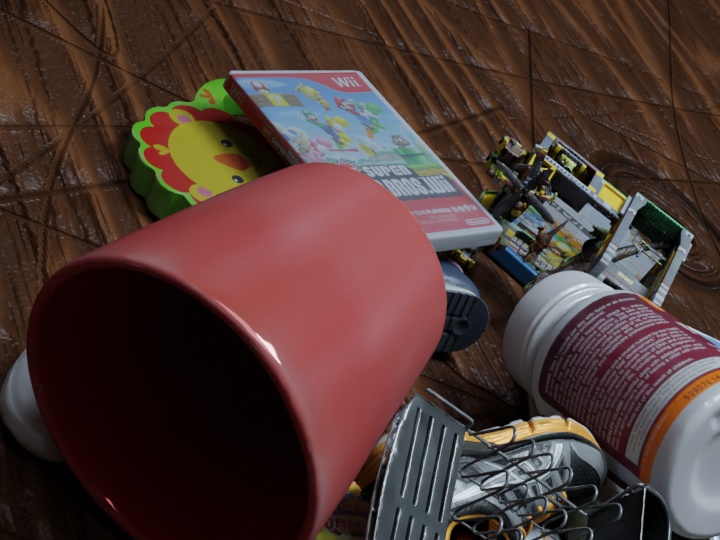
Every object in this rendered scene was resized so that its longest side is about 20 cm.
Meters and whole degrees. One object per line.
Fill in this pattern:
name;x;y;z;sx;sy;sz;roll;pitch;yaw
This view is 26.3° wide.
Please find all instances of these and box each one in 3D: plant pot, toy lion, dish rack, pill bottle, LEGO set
plant pot;-0.054;0.041;0.852;0.200;0.201;0.177;40;45;11
toy lion;-0.089;-0.087;1.193;0.189;0.069;0.201;12;36;-19
dish rack;0.087;0.160;0.847;0.199;0.054;0.155;36;49;-29
pill bottle;0.189;0.084;1.053;0.113;0.115;0.200;9;19;-34
LEGO set;0.158;-0.005;1.215;0.200;0.154;0.116;43;43;-6

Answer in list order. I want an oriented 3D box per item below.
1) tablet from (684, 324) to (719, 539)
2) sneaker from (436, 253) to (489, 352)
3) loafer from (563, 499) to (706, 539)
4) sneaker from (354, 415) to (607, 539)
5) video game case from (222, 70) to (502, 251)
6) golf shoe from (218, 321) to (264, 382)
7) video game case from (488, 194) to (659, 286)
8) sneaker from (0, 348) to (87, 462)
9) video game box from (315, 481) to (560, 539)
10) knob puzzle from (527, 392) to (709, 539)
tablet;0.275;0.138;1.158;0.129;0.014;0.202;21;51;-45
sneaker;0.000;0.000;1.149;0.198;0.071;0.082;23;23;-27
loafer;0.208;0.198;1.027;0.199;0.075;0.070;32;20;-37
sneaker;0.080;0.139;0.940;0.198;0.078;0.078;1;54;-39
video game case;0.002;-0.085;1.171;0.142;0.018;0.200;-7;47;-44
golf shoe;-0.033;0.074;1.018;0.199;0.075;0.093;0;66;-46
video game case;0.192;-0.019;1.394;0.143;0.018;0.199;42;32;13
sneaker;-0.147;0.032;0.934;0.075;0.089;0.200;34;36;0
video game box;0.054;0.216;0.910;0.198;0.047;0.183;17;32;-26
knob puzzle;0.209;0.147;1.164;0.218;0.031;0.221;24;31;-15
